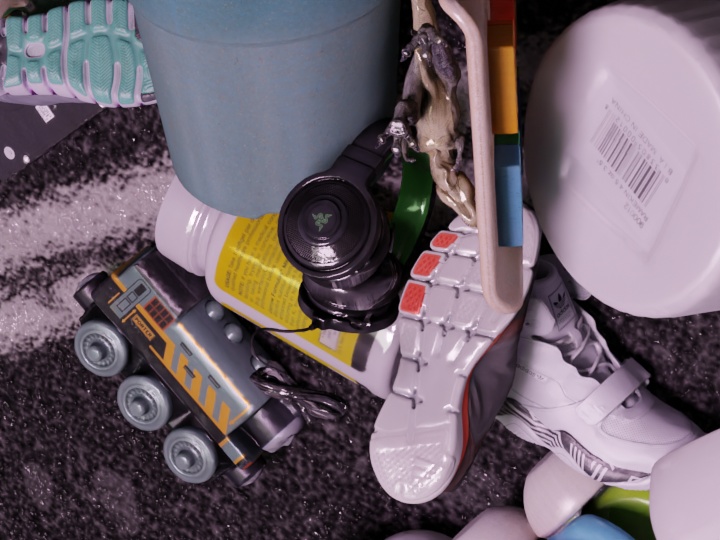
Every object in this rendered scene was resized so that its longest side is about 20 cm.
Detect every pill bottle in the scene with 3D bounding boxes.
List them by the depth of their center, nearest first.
[{"bbox_3d":[-0.035,-0.007,1.499,0.199,0.114,0.115,29,131,18],"label":"pill bottle"}]

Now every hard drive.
[{"bbox_3d":[-0.239,-0.165,1.605,0.200,0.038,0.140,-30,97,45],"label":"hard drive"}]

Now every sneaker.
[{"bbox_3d":[0.066,0.051,1.392,0.077,0.082,0.201,25,94,27],"label":"sneaker"},{"bbox_3d":[0.144,0.062,1.433,0.199,0.075,0.115,25,131,26],"label":"sneaker"},{"bbox_3d":[-0.193,-0.147,1.527,0.199,0.088,0.075,4,86,14],"label":"sneaker"}]

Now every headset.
[{"bbox_3d":[0.000,0.000,1.352,0.094,0.200,0.124,24,154,24],"label":"headset"}]

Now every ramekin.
[{"bbox_3d":[0.185,-0.068,1.262,0.200,0.097,0.202,18,114,48],"label":"ramekin"}]

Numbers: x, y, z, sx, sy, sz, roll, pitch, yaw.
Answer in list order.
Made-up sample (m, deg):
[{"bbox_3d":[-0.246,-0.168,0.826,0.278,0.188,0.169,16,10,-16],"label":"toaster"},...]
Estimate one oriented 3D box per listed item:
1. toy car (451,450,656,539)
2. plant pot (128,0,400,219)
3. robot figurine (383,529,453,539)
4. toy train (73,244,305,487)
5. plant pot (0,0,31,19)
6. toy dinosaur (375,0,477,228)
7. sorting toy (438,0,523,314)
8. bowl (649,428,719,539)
[{"bbox_3d":[0.147,0.224,1.467,0.175,0.150,0.200,47,117,3],"label":"toy car"},{"bbox_3d":[-0.057,-0.152,1.382,0.200,0.200,0.197,20,135,26],"label":"plant pot"},{"bbox_3d":[0.021,0.261,1.624,0.169,0.113,0.200,36,138,-20],"label":"robot figurine"},{"bbox_3d":[-0.128,0.069,1.643,0.200,0.085,0.114,50,125,0],"label":"toy train"},{"bbox_3d":[-0.304,-0.257,1.476,0.200,0.200,0.184,5,117,34],"label":"plant pot"},{"bbox_3d":[0.041,-0.116,1.313,0.047,0.088,0.201,1,107,17],"label":"toy dinosaur"},{"bbox_3d":[0.078,-0.104,1.265,0.036,0.185,0.201,-6,121,8],"label":"sorting toy"},{"bbox_3d":[0.290,0.173,1.341,0.200,0.075,0.199,34,145,-20],"label":"bowl"}]
